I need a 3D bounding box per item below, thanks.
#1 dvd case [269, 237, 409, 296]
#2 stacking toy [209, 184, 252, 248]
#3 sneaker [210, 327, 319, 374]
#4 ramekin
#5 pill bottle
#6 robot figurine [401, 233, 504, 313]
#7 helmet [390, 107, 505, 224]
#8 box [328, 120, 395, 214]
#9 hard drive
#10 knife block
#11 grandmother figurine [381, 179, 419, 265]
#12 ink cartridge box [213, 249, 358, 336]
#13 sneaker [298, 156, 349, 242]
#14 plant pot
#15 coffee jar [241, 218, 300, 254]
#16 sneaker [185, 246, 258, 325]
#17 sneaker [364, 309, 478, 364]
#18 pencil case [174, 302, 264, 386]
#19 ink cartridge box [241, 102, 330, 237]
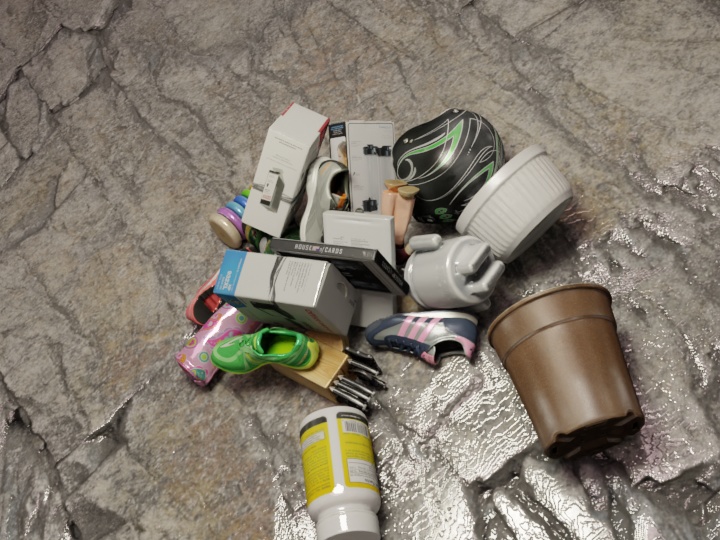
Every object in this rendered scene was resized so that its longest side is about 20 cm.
[{"bbox_3d":[-0.034,-0.006,1.395,0.198,0.150,0.025,7,70,28],"label":"dvd case"},{"bbox_3d":[-0.214,-0.140,1.726,0.085,0.086,0.200,29,65,35],"label":"stacking toy"},{"bbox_3d":[-0.168,0.126,1.426,0.198,0.084,0.075,-7,55,20],"label":"sneaker"},{"bbox_3d":[0.267,-0.104,1.425,0.200,0.200,0.105,-41,77,-9],"label":"ramekin"},{"bbox_3d":[-0.030,0.323,1.294,0.113,0.115,0.202,-17,51,10],"label":"pill bottle"},{"bbox_3d":[0.149,0.006,1.409,0.113,0.170,0.199,-45,16,-29],"label":"robot figurine"},{"bbox_3d":[0.170,-0.190,1.529,0.189,0.200,0.202,-22,50,20],"label":"helmet"},{"bbox_3d":[0.008,-0.175,1.562,0.116,0.203,0.060,-8,7,-36],"label":"box"},{"bbox_3d":[0.000,0.000,1.471,0.130,0.203,0.026,7,21,26],"label":"hard drive"},{"bbox_3d":[-0.060,0.185,1.434,0.198,0.064,0.177,-19,51,9],"label":"knife block"},{"bbox_3d":[0.054,-0.057,1.496,0.060,0.202,0.121,-4,25,-27],"label":"grandmother figurine"},{"bbox_3d":[-0.124,0.038,1.424,0.198,0.145,0.085,7,70,25],"label":"ink cartridge box"},{"bbox_3d":[-0.059,-0.100,1.507,0.079,0.073,0.203,15,106,45],"label":"sneaker"},{"bbox_3d":[0.310,0.155,1.234,0.198,0.201,0.200,-20,58,7],"label":"plant pot"},{"bbox_3d":[-0.150,-0.049,1.612,0.103,0.086,0.201,-4,41,-33],"label":"coffee jar"},{"bbox_3d":[-0.269,0.025,1.631,0.200,0.074,0.086,-47,21,-28],"label":"sneaker"},{"bbox_3d":[0.099,0.119,1.414,0.198,0.070,0.083,-9,53,19],"label":"sneaker"},{"bbox_3d":[-0.247,0.119,1.546,0.200,0.088,0.087,-45,52,-14],"label":"pencil case"},{"bbox_3d":[-0.137,-0.184,1.551,0.082,0.201,0.147,23,33,1],"label":"ink cartridge box"}]
